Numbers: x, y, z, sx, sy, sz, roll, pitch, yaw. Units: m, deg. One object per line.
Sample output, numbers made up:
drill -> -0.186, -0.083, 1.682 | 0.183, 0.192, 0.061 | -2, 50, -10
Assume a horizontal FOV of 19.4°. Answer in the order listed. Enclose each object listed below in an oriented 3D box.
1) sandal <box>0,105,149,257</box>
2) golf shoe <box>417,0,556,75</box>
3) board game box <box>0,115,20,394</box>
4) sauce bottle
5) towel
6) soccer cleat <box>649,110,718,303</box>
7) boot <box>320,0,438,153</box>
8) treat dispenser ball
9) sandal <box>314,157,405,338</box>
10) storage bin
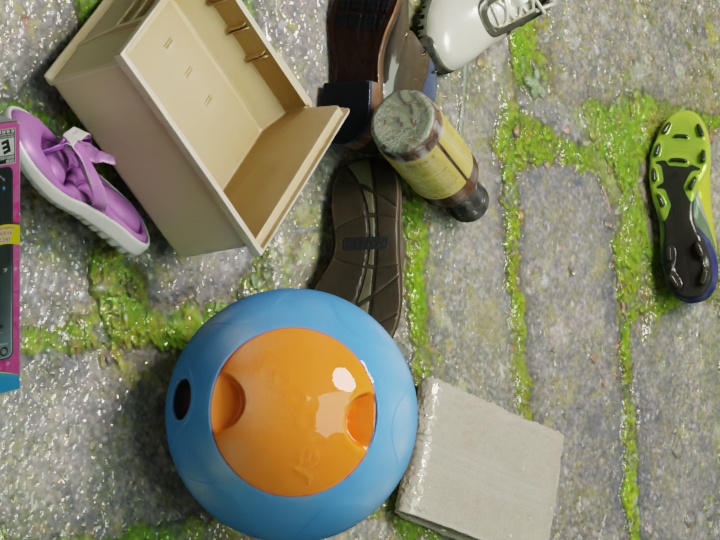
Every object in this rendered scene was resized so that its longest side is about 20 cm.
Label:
sandal -> -0.208, -0.077, 1.595 | 0.083, 0.050, 0.203 | 62, 9, 28
golf shoe -> 0.128, -0.253, 1.971 | 0.200, 0.088, 0.077 | -45, 119, -36
board game box -> -0.312, -0.004, 1.481 | 0.147, 0.064, 0.201 | -14, 113, -45
sauce bottle -> 0.067, -0.094, 1.874 | 0.200, 0.064, 0.065 | 48, 52, -61
towel -> 0.112, 0.187, 1.955 | 0.200, 0.034, 0.133 | 26, 67, -40
soccer cleat -> 0.339, -0.065, 2.201 | 0.084, 0.064, 0.201 | 27, 60, -73
boot -> 0.024, -0.198, 1.879 | 0.097, 0.074, 0.201 | 20, 82, -53
treat dispenser ball -> -0.055, 0.115, 1.671 | 0.200, 0.200, 0.202 | 5, 83, -45
sandal -> 0.000, 0.000, 1.841 | 0.055, 0.081, 0.201 | 69, 23, -67
storage bin -> -0.123, -0.144, 1.686 | 0.200, 0.093, 0.199 | 55, 44, -27
